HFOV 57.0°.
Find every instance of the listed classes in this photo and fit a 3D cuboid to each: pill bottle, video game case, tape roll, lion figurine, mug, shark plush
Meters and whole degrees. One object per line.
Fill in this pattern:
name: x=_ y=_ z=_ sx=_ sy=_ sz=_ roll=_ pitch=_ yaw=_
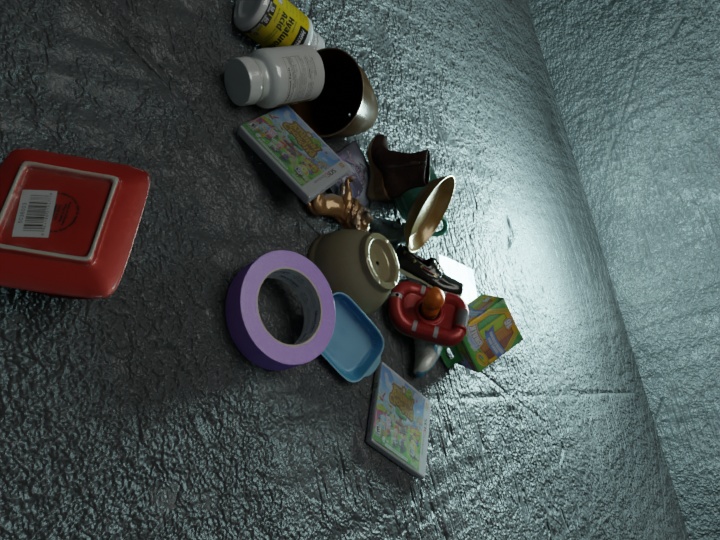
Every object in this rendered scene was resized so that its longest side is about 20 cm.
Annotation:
pill bottle: x=-0.172 y=-0.528 z=1.448 sx=0.198 sy=0.109 sz=0.115 roll=24 pitch=54 yaw=-46
video game case: x=-0.132 y=-0.245 z=1.365 sx=0.200 sy=0.022 sz=0.182 roll=45 pitch=37 yaw=1
tape roll: x=-0.141 y=0.072 z=1.188 sx=0.195 sy=0.065 sz=0.207 roll=13 pitch=68 yaw=-34
lion figurine: x=-0.063 y=-0.145 z=1.447 sx=0.194 sy=0.072 sz=0.127 roll=6 pitch=78 yaw=-29
video game case: x=-0.023 y=-0.213 z=1.577 sx=0.146 sy=0.019 sz=0.200 roll=61 pitch=36 yaw=-14
mug: x=0.147 y=-0.181 z=1.680 sx=0.152 sy=0.112 sz=0.189 roll=65 pitch=0 yaw=-70
shark plush: x=0.072 y=-0.114 z=1.600 sx=0.198 sy=0.082 sz=0.094 roll=32 pitch=49 yaw=-42
video game case: x=0.089 y=0.330 z=1.455 sx=0.199 sy=0.022 sz=0.186 roll=42 pitch=43 yaw=-34
pill bottle: x=-0.176 y=-0.397 z=1.361 sx=0.197 sy=0.113 sz=0.117 roll=-24 pitch=92 yaw=-43

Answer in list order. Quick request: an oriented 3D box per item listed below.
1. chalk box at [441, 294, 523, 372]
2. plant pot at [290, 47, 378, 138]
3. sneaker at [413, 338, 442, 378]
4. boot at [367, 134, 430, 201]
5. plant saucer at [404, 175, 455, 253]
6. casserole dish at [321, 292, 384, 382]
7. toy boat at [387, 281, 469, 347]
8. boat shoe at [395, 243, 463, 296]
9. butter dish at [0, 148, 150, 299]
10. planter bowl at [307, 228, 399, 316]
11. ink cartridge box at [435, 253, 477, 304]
chalk box: x=0.289 y=0.169 z=1.689 sx=0.197 sy=0.123 sz=0.127 roll=-34 pitch=102 yaw=-14
plant pot: x=-0.038 y=-0.387 z=1.528 sx=0.199 sy=0.182 sz=0.193 roll=0 pitch=72 yaw=-67
sneaker: x=0.156 y=0.167 z=1.596 sx=0.080 sy=0.077 sz=0.203 roll=32 pitch=49 yaw=-10
boot: x=0.098 y=-0.263 z=1.604 sx=0.072 sy=0.162 sz=0.206 roll=40 pitch=45 yaw=-46
plant saucer: x=0.155 y=-0.138 z=1.555 sx=0.035 sy=0.205 sz=0.199 roll=31 pitch=30 yaw=19
casserole dish: x=-0.034 y=0.132 z=1.334 sx=0.122 sy=0.038 sz=0.201 roll=-49 pitch=116 yaw=-15
toy boat: x=0.160 y=0.084 z=1.526 sx=0.194 sy=0.132 sz=0.133 roll=15 pitch=57 yaw=4
boat shoe: x=0.169 y=0.003 z=1.613 sx=0.197 sy=0.064 sz=0.074 roll=27 pitch=13 yaw=-6
butter dish: x=-0.390 y=-0.038 z=0.884 sx=0.193 sy=0.149 sz=0.206 roll=9 pitch=60 yaw=-6
planter bowl: x=0.000 y=0.000 z=1.401 sx=0.198 sy=0.132 sz=0.206 roll=29 pitch=51 yaw=-44
ink cartridge box: x=0.233 y=0.038 z=1.761 sx=0.197 sy=0.065 sz=0.120 roll=21 pitch=58 yaw=-48
